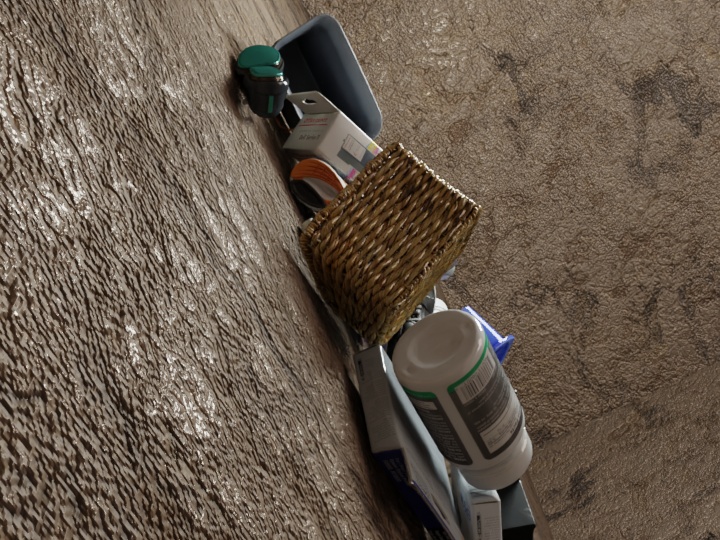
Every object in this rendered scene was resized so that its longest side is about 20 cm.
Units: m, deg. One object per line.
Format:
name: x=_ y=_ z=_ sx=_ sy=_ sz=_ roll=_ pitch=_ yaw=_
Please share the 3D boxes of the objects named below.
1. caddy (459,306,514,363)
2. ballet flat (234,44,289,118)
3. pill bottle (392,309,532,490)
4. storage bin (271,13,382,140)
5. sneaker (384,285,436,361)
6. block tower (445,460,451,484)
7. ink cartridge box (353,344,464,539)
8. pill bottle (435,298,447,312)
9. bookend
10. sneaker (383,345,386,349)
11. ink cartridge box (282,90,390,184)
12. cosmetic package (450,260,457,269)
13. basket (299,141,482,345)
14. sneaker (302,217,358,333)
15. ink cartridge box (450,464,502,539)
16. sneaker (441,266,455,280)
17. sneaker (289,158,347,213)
caddy: x=0.133 y=0.148 z=1.283 sx=0.105 sy=0.200 sz=0.141 roll=48 pitch=3 yaw=15
ballet flat: x=-0.130 y=-0.246 z=1.179 sx=0.074 sy=0.072 sz=0.201 roll=61 pitch=3 yaw=-27
pill bottle: x=0.122 y=0.153 z=1.026 sx=0.114 sy=0.111 sz=0.202 roll=-104 pitch=167 yaw=-56
storage bin: x=-0.082 y=-0.270 z=1.375 sx=0.134 sy=0.145 sz=0.202 roll=17 pitch=-40 yaw=62
sneaker: x=0.068 y=0.070 z=1.176 sx=0.088 sy=0.074 sz=0.205 roll=169 pitch=-77 yaw=-85
block tower: x=0.136 y=0.290 z=1.339 sx=0.059 sy=0.053 sz=0.201 roll=63 pitch=7 yaw=-18
ink cartridge box: x=0.059 y=0.220 z=1.020 sx=0.202 sy=0.040 sz=0.201 roll=-104 pitch=167 yaw=-51
pill bottle: x=0.133 y=0.150 z=1.524 sx=0.117 sy=0.114 sz=0.202 roll=57 pitch=11 yaw=-44
bookend: x=0.224 y=0.335 z=1.409 sx=0.201 sy=0.090 sz=0.203 roll=-103 pitch=-173 yaw=-52
sneaker: x=0.074 y=0.092 z=1.432 sx=0.130 sy=0.079 sz=0.200 roll=46 pitch=9 yaw=-43
ink cartridge box: x=-0.032 y=-0.165 z=1.276 sx=0.199 sy=0.068 sz=0.116 roll=39 pitch=-13 yaw=-28
cosmetic package: x=0.049 y=-0.040 z=1.331 sx=0.199 sy=0.082 sz=0.051 roll=30 pitch=-35 yaw=49
basket: x=0.031 y=-0.028 z=1.105 sx=0.148 sy=0.200 sz=0.143 roll=37 pitch=-26 yaw=11
sneaker: x=0.000 y=0.003 z=1.182 sx=0.076 sy=0.083 sz=0.202 roll=-106 pitch=168 yaw=-53
ink cartridge box: x=0.148 y=0.346 z=1.143 sx=0.200 sy=0.040 sz=0.205 roll=-102 pitch=-174 yaw=-80
sneaker: x=0.073 y=-0.019 z=1.488 sx=0.197 sy=0.071 sz=0.081 roll=17 pitch=-35 yaw=31
sneaker: x=-0.013 y=-0.080 z=1.246 sx=0.200 sy=0.076 sz=0.092 roll=43 pitch=1 yaw=-6
